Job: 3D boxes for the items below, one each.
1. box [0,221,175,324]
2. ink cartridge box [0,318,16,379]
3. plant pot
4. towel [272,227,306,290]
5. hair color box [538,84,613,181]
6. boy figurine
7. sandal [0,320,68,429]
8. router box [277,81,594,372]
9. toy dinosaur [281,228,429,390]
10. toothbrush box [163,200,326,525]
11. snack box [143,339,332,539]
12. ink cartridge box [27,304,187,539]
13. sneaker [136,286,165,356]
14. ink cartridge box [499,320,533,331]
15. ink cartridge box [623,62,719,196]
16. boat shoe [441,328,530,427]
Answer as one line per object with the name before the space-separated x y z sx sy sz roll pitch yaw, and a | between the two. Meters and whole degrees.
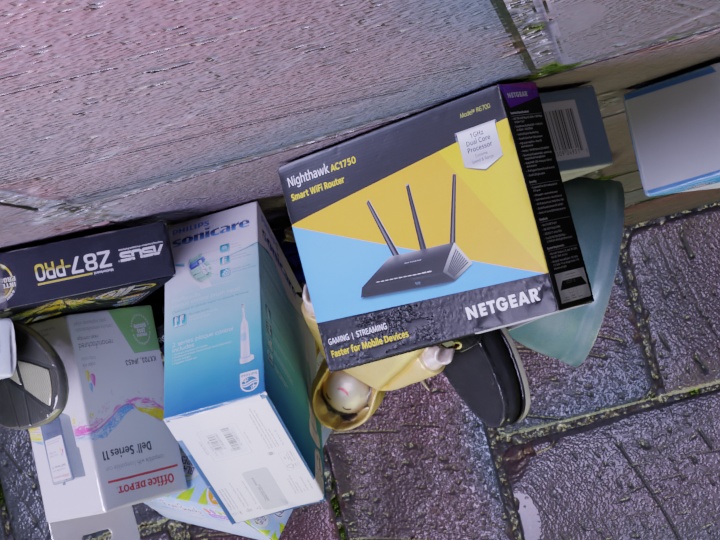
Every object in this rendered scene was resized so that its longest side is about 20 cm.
box | -0.242 0.011 1.427 0.160 0.050 0.200 -9 175 -19
ink cartridge box | -0.372 0.063 1.326 0.199 0.058 0.162 -3 175 -31
plant pot | 0.187 -0.011 1.924 0.133 0.202 0.200 13 174 -4
towel | -0.045 -0.018 1.657 0.147 0.050 0.199 14 -164 39
hair color box | 0.072 -0.073 1.304 0.099 0.061 0.199 -11 174 -42
boy figurine | 0.006 0.051 1.385 0.200 0.124 0.065 -57 -172 50
sandal | -0.269 0.078 1.407 0.057 0.081 0.200 -1 180 -32
router box | 0.046 -0.026 1.216 0.199 0.150 0.051 -18 176 39
toy dinosaur | 0.000 0.000 1.469 0.101 0.201 0.058 5 137 -41
toothbrush box | -0.091 0.071 1.431 0.085 0.201 0.147 -14 137 11
snack box | -0.098 0.124 1.581 0.068 0.201 0.168 38 157 -34
ink cartridge box | -0.208 0.136 1.490 0.067 0.202 0.117 -13 177 31
sneaker | -0.171 0.027 1.622 0.076 0.087 0.200 -51 -154 1
ink cartridge box | 0.082 -0.016 1.531 0.083 0.146 0.200 -21 180 -25
ink cartridge box | 0.311 -0.117 1.399 0.144 0.085 0.200 -16 175 32
boat shoe | 0.062 0.040 1.429 0.073 0.202 0.063 -29 -179 43
